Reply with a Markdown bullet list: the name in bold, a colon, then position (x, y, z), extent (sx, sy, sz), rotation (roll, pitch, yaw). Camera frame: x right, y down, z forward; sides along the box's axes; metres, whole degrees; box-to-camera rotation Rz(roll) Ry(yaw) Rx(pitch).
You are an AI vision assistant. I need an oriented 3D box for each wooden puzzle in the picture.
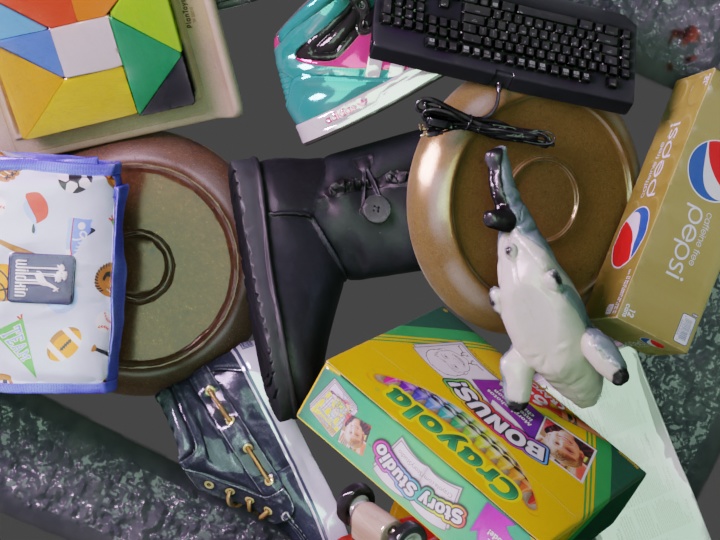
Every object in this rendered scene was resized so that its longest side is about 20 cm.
- **wooden puzzle**: position (-0.197, -0.163, 1.662), extent (0.199, 0.037, 0.186), rotation (-9, 129, 5)

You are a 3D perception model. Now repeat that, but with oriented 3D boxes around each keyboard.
- **keyboard**: position (0.102, -0.145, 1.658), extent (0.199, 0.021, 0.128), rotation (11, 72, -14)

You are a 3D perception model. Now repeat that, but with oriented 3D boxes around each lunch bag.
- **lunch bag**: position (-0.259, -0.003, 1.657), extent (0.199, 0.124, 0.171), rotation (6, 98, 23)

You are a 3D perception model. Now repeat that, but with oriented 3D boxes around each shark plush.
- **shark plush**: position (0.119, 0.013, 1.654), extent (0.091, 0.083, 0.200), rotation (-28, 100, 24)

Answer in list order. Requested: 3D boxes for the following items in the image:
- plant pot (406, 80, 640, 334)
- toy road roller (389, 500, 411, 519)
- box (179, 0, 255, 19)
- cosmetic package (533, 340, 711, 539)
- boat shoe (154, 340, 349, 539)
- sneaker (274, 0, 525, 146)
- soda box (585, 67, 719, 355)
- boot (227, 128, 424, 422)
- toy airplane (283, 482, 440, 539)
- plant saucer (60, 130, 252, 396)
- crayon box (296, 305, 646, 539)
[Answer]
- **plant pot**: position (0.127, -0.051, 1.695), extent (0.199, 0.027, 0.201), rotation (-3, 98, -26)
- **toy road roller**: position (0.065, 0.239, 1.717), extent (0.146, 0.123, 0.200), rotation (38, 92, 11)
- **box**: position (-0.191, -0.269, 1.690), extent (0.198, 0.050, 0.201), rotation (-12, 96, 6)
- **cosmetic package**: position (0.200, 0.158, 1.742), extent (0.082, 0.051, 0.201), rotation (-22, 94, -2)
- **boat shoe**: position (-0.074, 0.159, 1.728), extent (0.091, 0.071, 0.201), rotation (-26, 88, -4)
- **sneaker**: position (0.020, -0.188, 1.701), extent (0.199, 0.084, 0.121), rotation (-28, 94, -8)
- **soda box**: position (0.233, -0.042, 1.693), extent (0.064, 0.068, 0.201), rotation (26, 79, -15)
- **boot**: position (0.000, 0.000, 1.690), extent (0.167, 0.076, 0.201), rotation (-8, 76, -8)
- **toy airplane**: position (-0.029, 0.260, 1.614), extent (0.198, 0.200, 0.141), rotation (-9, 131, 16)
- **plant saucer**: position (-0.165, -0.005, 1.732), extent (0.199, 0.034, 0.201), rotation (0, 94, -1)
- **crayon box**: position (0.080, 0.123, 1.646), extent (0.200, 0.172, 0.058), rotation (39, 117, 17)
